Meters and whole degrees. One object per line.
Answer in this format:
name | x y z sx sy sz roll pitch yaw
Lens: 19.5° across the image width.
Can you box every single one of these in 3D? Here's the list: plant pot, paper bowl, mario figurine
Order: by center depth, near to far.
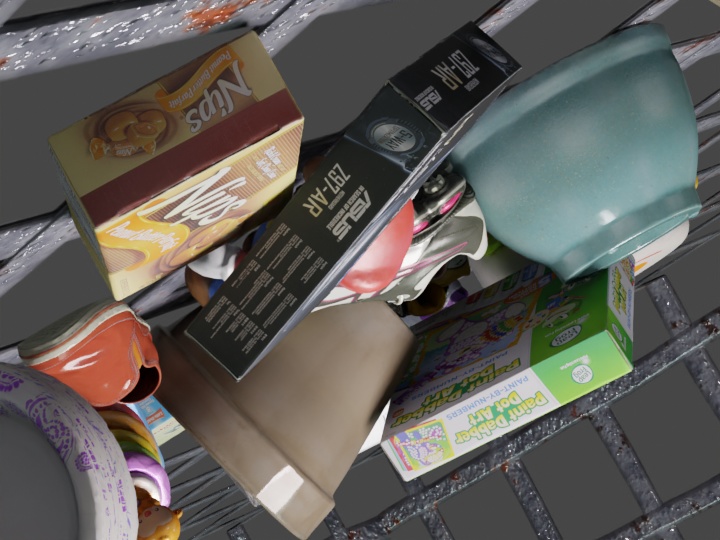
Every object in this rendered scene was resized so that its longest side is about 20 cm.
paper bowl | -0.239 0.158 1.341 0.200 0.201 0.104 -31 171 14
mario figurine | -0.039 -0.034 1.388 0.200 0.106 0.124 -23 -144 52
plant pot | 0.171 -0.074 1.559 0.200 0.135 0.200 -28 171 -5
plant pot | -0.053 0.077 1.615 0.174 0.200 0.200 -44 172 -4

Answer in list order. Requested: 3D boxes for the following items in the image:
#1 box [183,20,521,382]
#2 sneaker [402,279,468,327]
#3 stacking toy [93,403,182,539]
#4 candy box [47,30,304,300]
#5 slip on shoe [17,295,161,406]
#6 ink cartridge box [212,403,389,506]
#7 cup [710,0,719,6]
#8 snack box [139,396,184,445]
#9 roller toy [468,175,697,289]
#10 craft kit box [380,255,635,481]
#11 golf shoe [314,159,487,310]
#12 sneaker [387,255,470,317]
box | -0.003 -0.043 1.203 0.200 0.044 0.160 -50 178 25
sneaker | 0.050 0.037 1.921 0.074 0.087 0.200 -50 176 -13
stacking toy | -0.186 0.168 1.603 0.116 0.110 0.200 -31 -154 -15
candy box | -0.094 -0.049 1.092 0.115 0.055 0.200 -29 172 -9
slip on shoe | -0.180 0.060 1.448 0.074 0.061 0.200 -28 170 4
ink cartridge box | -0.048 0.103 1.815 0.197 0.044 0.200 -27 -148 -13
cup | 0.193 -0.188 0.921 0.200 0.144 0.200 -28 171 -5
snack box | -0.229 0.160 1.955 0.200 0.037 0.116 -32 172 20
roller toy | 0.183 -0.036 1.800 0.199 0.140 0.182 -29 172 -7
craft kit box | 0.118 0.061 1.633 0.199 0.049 0.198 -28 -160 18
golf shoe | 0.000 0.000 1.521 0.199 0.088 0.077 -28 -145 7
sneaker | 0.025 0.011 1.756 0.078 0.082 0.200 -24 171 -30
